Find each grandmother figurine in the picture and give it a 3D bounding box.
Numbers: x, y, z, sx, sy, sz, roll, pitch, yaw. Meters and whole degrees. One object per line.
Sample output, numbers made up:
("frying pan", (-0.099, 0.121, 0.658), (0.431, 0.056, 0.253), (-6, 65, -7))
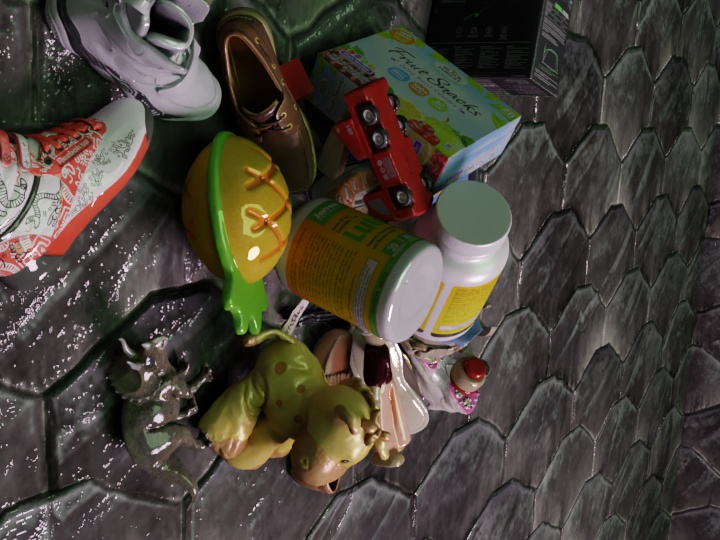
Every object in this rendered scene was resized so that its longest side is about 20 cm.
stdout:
("grandmother figurine", (0.025, 0.134, 1.084), (0.121, 0.060, 0.202), (-112, -165, -75))

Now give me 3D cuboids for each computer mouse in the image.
("computer mouse", (0.000, 0.000, 1.035), (0.200, 0.044, 0.109), (-49, 150, 16))

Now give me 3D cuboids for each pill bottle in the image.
("pill bottle", (-0.021, -0.012, 0.932), (0.111, 0.199, 0.112), (-41, 145, -38))
("pill bottle", (0.106, -0.010, 1.001), (0.113, 0.112, 0.201), (-55, 170, -31))

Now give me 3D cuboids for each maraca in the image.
("maraca", (-0.120, -0.037, 0.860), (0.137, 0.106, 0.203), (12, 71, -75))

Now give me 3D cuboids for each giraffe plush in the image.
("giraffe plush", (-0.050, 0.159, 0.934), (0.172, 0.162, 0.202), (-3, 122, -56))

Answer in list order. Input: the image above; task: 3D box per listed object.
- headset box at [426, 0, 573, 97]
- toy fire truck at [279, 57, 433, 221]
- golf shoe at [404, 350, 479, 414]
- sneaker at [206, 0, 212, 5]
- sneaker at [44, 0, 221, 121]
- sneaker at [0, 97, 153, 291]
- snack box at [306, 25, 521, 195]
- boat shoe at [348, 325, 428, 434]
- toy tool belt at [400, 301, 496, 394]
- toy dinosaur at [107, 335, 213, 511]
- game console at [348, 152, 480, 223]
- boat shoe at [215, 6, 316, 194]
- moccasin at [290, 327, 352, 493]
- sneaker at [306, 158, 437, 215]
("headset box", (0.191, -0.350, 1.189), (0.092, 0.173, 0.203), (10, 89, -55))
("toy fire truck", (-0.015, -0.141, 0.936), (0.049, 0.140, 0.202), (-37, 109, -45))
("golf shoe", (0.091, 0.131, 1.262), (0.075, 0.091, 0.201), (-46, 111, -42))
("sneaker", (-0.188, -0.288, 0.746), (0.200, 0.066, 0.091), (42, 59, -55))
("sneaker", (-0.168, -0.187, 0.762), (0.200, 0.114, 0.076), (32, 73, -54))
("sneaker", (-0.253, -0.092, 0.705), (0.202, 0.067, 0.108), (-60, 143, -23))
("snack box", (0.062, -0.193, 1.017), (0.168, 0.200, 0.068), (-31, 157, -44))
("boat shoe", (0.035, 0.135, 1.186), (0.201, 0.071, 0.060), (60, 9, -28))
("toy tool belt", (0.112, 0.062, 1.148), (0.125, 0.200, 0.123), (-36, 170, -42))
("toy dinosaur", (-0.200, 0.143, 0.856), (0.102, 0.077, 0.202), (-13, 114, -41))
("game console", (0.069, -0.122, 1.126), (0.119, 0.170, 0.202), (-65, 153, -68))
("boat shoe", (-0.099, -0.162, 0.886), (0.068, 0.071, 0.202), (-90, 163, -61))
("moccasin", (-0.036, 0.174, 1.077), (0.073, 0.077, 0.204), (17, 84, -55))
("sneaker", (0.022, -0.118, 1.055), (0.198, 0.087, 0.077), (-17, 116, -34))
